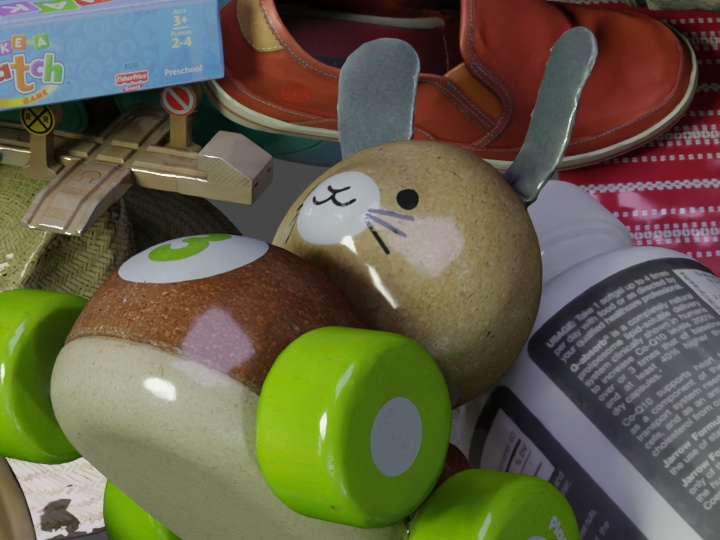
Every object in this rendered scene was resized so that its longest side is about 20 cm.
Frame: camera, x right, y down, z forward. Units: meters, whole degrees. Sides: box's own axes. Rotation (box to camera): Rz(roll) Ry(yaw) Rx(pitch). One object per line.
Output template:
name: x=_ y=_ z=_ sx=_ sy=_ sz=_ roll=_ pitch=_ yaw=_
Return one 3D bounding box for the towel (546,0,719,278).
towel: x=0.146 y=-0.056 z=0.952 sx=0.144 sy=0.022 sz=0.200 roll=-3 pitch=64 yaw=-8

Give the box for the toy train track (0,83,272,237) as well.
toy train track: x=-0.130 y=-0.058 z=0.871 sx=0.200 sy=0.033 sz=0.115 roll=9 pitch=27 yaw=14

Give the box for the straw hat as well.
straw hat: x=-0.124 y=-0.002 z=0.892 sx=0.201 sy=0.085 sz=0.201 roll=1 pitch=45 yaw=-1

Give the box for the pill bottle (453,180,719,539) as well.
pill bottle: x=0.105 y=0.064 z=0.810 sx=0.116 sy=0.117 sz=0.200 roll=-24 pitch=51 yaw=-23

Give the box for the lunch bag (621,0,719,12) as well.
lunch bag: x=0.113 y=-0.193 z=0.938 sx=0.167 sy=0.140 sz=0.200 roll=7 pitch=32 yaw=28

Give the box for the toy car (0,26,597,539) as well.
toy car: x=0.000 y=0.000 z=0.753 sx=0.164 sy=0.158 sz=0.200 roll=6 pitch=60 yaw=41

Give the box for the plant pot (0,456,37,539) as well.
plant pot: x=-0.199 y=0.127 z=0.757 sx=0.200 sy=0.093 sz=0.201 roll=1 pitch=44 yaw=-1

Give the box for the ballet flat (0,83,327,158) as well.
ballet flat: x=-0.098 y=-0.085 z=0.967 sx=0.200 sy=0.071 sz=0.065 roll=3 pitch=51 yaw=15

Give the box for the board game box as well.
board game box: x=-0.156 y=-0.098 z=0.894 sx=0.151 sy=0.037 sz=0.200 roll=-11 pitch=22 yaw=-22

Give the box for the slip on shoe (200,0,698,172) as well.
slip on shoe: x=0.040 y=-0.082 z=0.899 sx=0.200 sy=0.061 sz=0.074 roll=4 pitch=60 yaw=-19

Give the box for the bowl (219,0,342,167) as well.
bowl: x=-0.002 y=-0.148 z=1.027 sx=0.200 sy=0.105 sz=0.201 roll=1 pitch=46 yaw=-1
